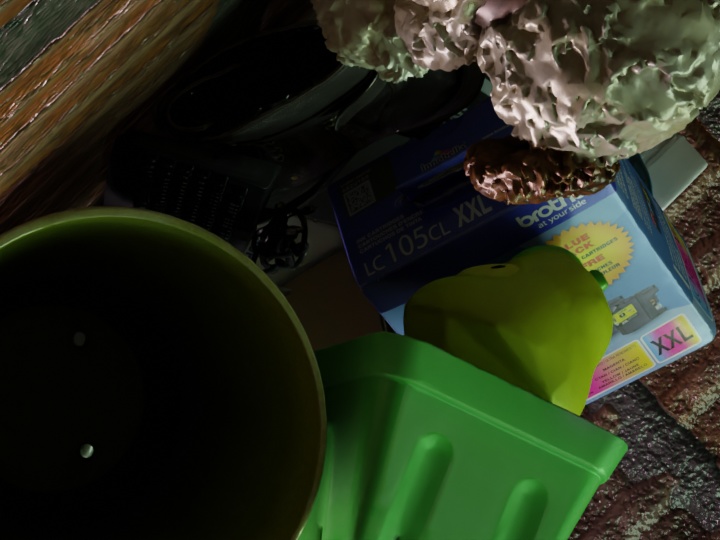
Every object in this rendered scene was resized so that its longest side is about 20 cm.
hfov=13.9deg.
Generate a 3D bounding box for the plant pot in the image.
[{"bbox_3d":[-0.128,0.063,1.323,0.187,0.187,0.200,-44,-168,-8],"label":"plant pot"}]

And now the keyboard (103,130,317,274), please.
[{"bbox_3d":[-0.073,-0.019,1.401,0.200,0.104,0.040,121,-19,-79],"label":"keyboard"}]

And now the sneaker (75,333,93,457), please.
[{"bbox_3d":[-0.155,0.060,1.574,0.076,0.080,0.200,-48,179,24],"label":"sneaker"}]

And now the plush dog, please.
[{"bbox_3d":[0.073,-0.122,1.144,0.200,0.172,0.160,-48,169,15],"label":"plush dog"}]

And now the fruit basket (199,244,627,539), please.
[{"bbox_3d":[0.032,0.061,1.357,0.216,0.155,0.216,-46,-151,35],"label":"fruit basket"}]

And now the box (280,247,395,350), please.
[{"bbox_3d":[-0.047,0.097,1.543,0.200,0.164,0.021,-30,151,35],"label":"box"}]

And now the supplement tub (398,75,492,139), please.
[{"bbox_3d":[0.053,-0.112,1.656,0.200,0.123,0.123,-47,176,31],"label":"supplement tub"}]

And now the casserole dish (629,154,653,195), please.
[{"bbox_3d":[0.101,-0.016,1.688,0.039,0.122,0.200,5,164,-25],"label":"casserole dish"}]

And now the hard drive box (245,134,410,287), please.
[{"bbox_3d":[0.000,0.000,1.611,0.156,0.199,0.077,128,-31,-47],"label":"hard drive box"}]

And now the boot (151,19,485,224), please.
[{"bbox_3d":[-0.047,-0.076,1.399,0.199,0.070,0.174,-28,170,27],"label":"boot"}]

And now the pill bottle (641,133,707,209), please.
[{"bbox_3d":[0.111,-0.104,1.807,0.120,0.200,0.120,-44,177,-3],"label":"pill bottle"}]

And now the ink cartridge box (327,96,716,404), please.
[{"bbox_3d":[0.076,-0.012,1.468,0.136,0.077,0.200,-28,137,11],"label":"ink cartridge box"}]

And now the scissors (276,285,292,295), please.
[{"bbox_3d":[-0.075,0.003,1.432,0.073,0.014,0.199,3,180,-42],"label":"scissors"}]
